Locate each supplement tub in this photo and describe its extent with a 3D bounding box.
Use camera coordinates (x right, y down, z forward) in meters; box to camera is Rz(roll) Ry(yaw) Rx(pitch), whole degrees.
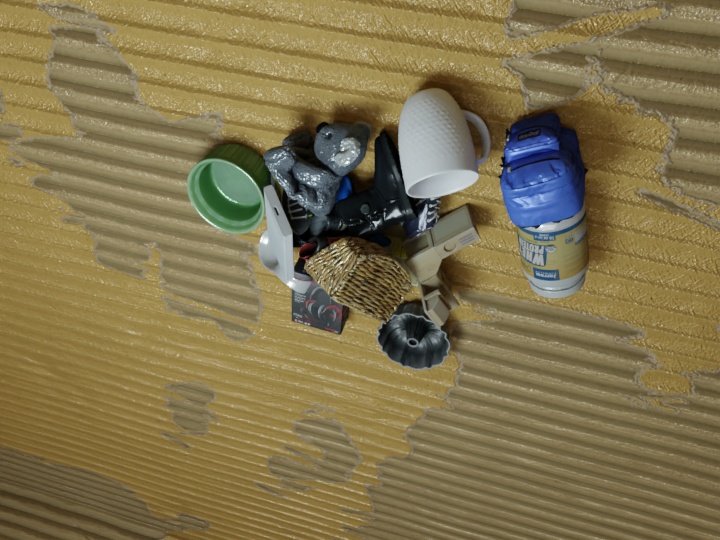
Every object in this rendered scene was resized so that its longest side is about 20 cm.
[{"bbox_3d":[0.405,-0.060,1.315,0.141,0.146,0.203,-4,127,21],"label":"supplement tub"}]

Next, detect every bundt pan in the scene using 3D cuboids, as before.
[{"bbox_3d":[0.143,0.163,1.638,0.196,0.077,0.206,9,131,11],"label":"bundt pan"}]

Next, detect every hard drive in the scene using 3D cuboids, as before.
[{"bbox_3d":[-0.185,-0.082,1.428,0.026,0.134,0.201,-19,156,-14],"label":"hard drive"}]

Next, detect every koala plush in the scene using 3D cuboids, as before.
[{"bbox_3d":[-0.064,-0.236,1.317,0.198,0.178,0.185,-31,104,23],"label":"koala plush"}]

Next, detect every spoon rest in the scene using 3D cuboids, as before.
[{"bbox_3d":[-0.199,-0.025,1.555,0.200,0.060,0.100,48,117,30],"label":"spoon rest"}]

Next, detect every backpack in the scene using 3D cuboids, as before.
[{"bbox_3d":[0.337,-0.187,1.195,0.159,0.202,0.170,-15,123,30],"label":"backpack"}]

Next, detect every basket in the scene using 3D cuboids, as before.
[{"bbox_3d":[0.000,0.000,1.377,0.198,0.149,0.144,27,100,-45],"label":"basket"}]

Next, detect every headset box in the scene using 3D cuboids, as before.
[{"bbox_3d":[-0.103,0.057,1.636,0.145,0.076,0.203,15,132,9],"label":"headset box"}]

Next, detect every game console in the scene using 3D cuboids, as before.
[{"bbox_3d":[-0.049,-0.115,1.495,0.197,0.117,0.175,-19,85,37],"label":"game console"}]

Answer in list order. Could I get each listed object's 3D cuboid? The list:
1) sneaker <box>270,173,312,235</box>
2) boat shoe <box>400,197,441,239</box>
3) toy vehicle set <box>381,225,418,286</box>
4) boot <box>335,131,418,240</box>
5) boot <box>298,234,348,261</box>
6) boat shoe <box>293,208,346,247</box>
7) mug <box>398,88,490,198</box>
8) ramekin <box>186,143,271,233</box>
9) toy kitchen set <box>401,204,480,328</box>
[{"bbox_3d":[-0.159,-0.165,1.423,0.072,0.204,0.081,-9,154,-18],"label":"sneaker"},{"bbox_3d":[0.155,-0.149,1.354,0.199,0.074,0.094,-38,77,42],"label":"boat shoe"},{"bbox_3d":[0.101,-0.059,1.502,0.121,0.027,0.203,16,132,6],"label":"toy vehicle set"},{"bbox_3d":[0.018,-0.173,1.338,0.165,0.076,0.205,-19,89,17],"label":"boot"},{"bbox_3d":[-0.090,-0.022,1.447,0.141,0.074,0.201,-3,152,-27],"label":"boot"},{"bbox_3d":[-0.121,-0.094,1.438,0.196,0.065,0.077,-9,93,38],"label":"boat shoe"},{"bbox_3d":[0.167,-0.254,1.228,0.195,0.180,0.147,-6,169,-19],"label":"mug"},{"bbox_3d":[-0.300,-0.198,1.479,0.195,0.099,0.204,10,131,11],"label":"ramekin"},{"bbox_3d":[0.218,0.009,1.419,0.178,0.166,0.200,-27,130,18],"label":"toy kitchen set"}]
